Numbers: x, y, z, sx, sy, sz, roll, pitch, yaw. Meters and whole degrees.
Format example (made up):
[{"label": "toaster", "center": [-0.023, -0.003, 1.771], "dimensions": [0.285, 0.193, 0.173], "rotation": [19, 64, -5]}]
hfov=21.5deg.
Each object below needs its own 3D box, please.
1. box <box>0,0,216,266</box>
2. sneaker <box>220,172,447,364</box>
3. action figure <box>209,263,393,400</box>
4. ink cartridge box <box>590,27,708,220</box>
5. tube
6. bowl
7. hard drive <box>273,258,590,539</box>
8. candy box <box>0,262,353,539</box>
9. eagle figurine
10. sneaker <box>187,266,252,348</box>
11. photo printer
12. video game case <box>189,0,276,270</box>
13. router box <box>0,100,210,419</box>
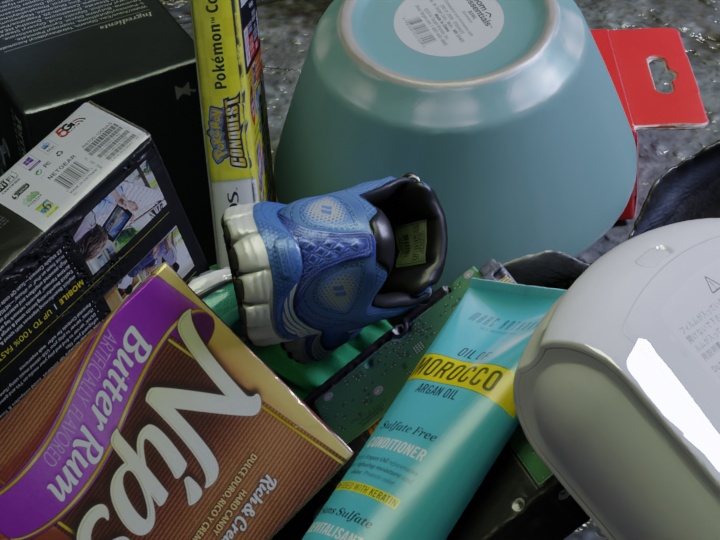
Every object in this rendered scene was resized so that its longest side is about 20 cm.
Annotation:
[{"label": "box", "center": [-0.163, -0.088, 1.088], "dimensions": [0.107, 0.149, 0.200], "rotation": [-20, 39, -19]}, {"label": "sneaker", "center": [0.000, 0.000, 0.871], "dimensions": [0.089, 0.079, 0.200], "rotation": [-10, 0, 8]}, {"label": "action figure", "center": [-0.019, 0.051, 0.967], "dimensions": [0.118, 0.055, 0.200], "rotation": [-28, 39, -30]}, {"label": "ink cartridge box", "center": [0.097, -0.083, 1.121], "dimensions": [0.199, 0.067, 0.116], "rotation": [-4, 38, 1]}, {"label": "tube", "center": [0.024, 0.085, 0.791], "dimensions": [0.077, 0.050, 0.200], "rotation": [12, 60, 45]}, {"label": "bowl", "center": [0.048, -0.095, 1.009], "dimensions": [0.200, 0.105, 0.201], "rotation": [-3, 47, 3]}, {"label": "hard drive", "center": [0.016, 0.098, 0.844], "dimensions": [0.200, 0.038, 0.140], "rotation": [-40, 41, 4]}, {"label": "candy box", "center": [-0.113, 0.108, 0.800], "dimensions": [0.200, 0.056, 0.117], "rotation": [-44, 86, -9]}, {"label": "eagle figurine", "center": [0.170, 0.007, 0.954], "dimensions": [0.151, 0.151, 0.200], "rotation": [7, 47, 39]}, {"label": "sneaker", "center": [-0.097, 0.092, 0.872], "dimensions": [0.080, 0.078, 0.200], "rotation": [27, 80, 28]}, {"label": "photo printer", "center": [0.160, 0.072, 0.752], "dimensions": [0.200, 0.069, 0.166], "rotation": [49, 41, 9]}, {"label": "video game case", "center": [-0.065, -0.095, 0.993], "dimensions": [0.025, 0.181, 0.200], "rotation": [-5, 11, 0]}, {"label": "router box", "center": [-0.157, 0.042, 0.879], "dimensions": [0.051, 0.149, 0.200], "rotation": [28, 62, 36]}]
